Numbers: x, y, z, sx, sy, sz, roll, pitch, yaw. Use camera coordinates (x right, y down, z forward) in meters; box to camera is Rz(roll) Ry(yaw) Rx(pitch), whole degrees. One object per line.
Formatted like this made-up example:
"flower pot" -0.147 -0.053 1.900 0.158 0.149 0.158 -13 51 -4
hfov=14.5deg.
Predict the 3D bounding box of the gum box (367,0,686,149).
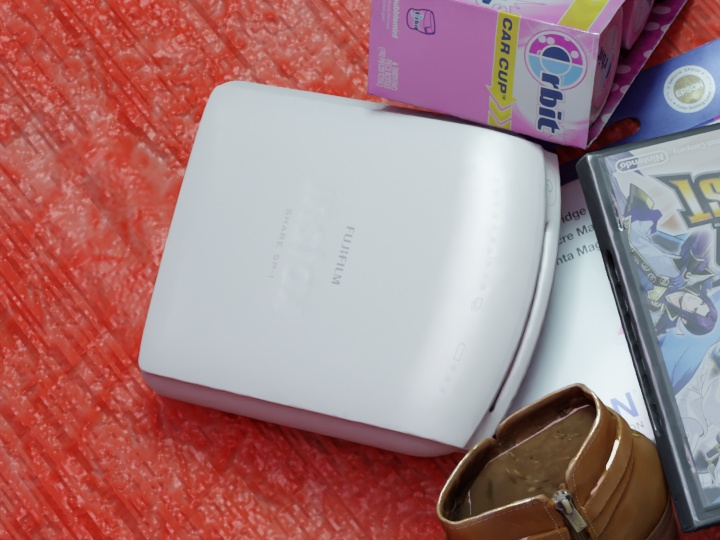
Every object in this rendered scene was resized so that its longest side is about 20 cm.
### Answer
"gum box" 0.093 -0.146 1.399 0.113 0.066 0.200 15 36 17

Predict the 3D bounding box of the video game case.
"video game case" 0.220 0.011 1.329 0.199 0.026 0.181 -13 80 -13

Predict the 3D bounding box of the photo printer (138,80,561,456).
"photo printer" 0.000 0.000 1.386 0.200 0.069 0.167 12 83 31

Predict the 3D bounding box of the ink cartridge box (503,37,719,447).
"ink cartridge box" 0.138 -0.008 1.403 0.196 0.043 0.200 -23 69 5

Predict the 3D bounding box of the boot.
"boot" 0.061 0.146 1.301 0.074 0.155 0.200 34 79 29
